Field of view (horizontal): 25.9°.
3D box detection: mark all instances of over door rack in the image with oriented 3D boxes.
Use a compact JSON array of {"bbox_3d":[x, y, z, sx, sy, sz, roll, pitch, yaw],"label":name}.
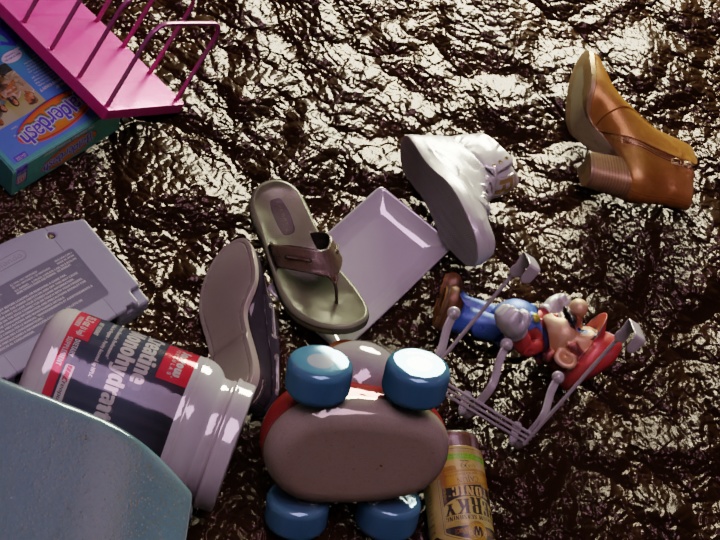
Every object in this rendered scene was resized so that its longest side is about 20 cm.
[{"bbox_3d":[0.160,0.075,1.533,0.147,0.200,0.067,31,35,-19],"label":"over door rack"}]

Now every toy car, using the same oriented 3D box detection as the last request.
[{"bbox_3d":[-0.018,0.128,1.509,0.176,0.185,0.200,2,29,-13],"label":"toy car"}]

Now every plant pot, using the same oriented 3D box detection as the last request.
[{"bbox_3d":[-0.255,0.239,1.331,0.199,0.197,0.197,16,53,-15],"label":"plant pot"}]

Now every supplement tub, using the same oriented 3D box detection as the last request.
[{"bbox_3d":[-0.209,0.130,1.442,0.199,0.141,0.141,20,53,-2],"label":"supplement tub"}]

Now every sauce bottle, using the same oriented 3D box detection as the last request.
[{"bbox_3d":[0.097,0.252,1.495,0.064,0.065,0.201,1,57,-15],"label":"sauce bottle"}]

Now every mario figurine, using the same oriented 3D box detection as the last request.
[{"bbox_3d":[0.180,0.045,1.633,0.199,0.106,0.124,19,51,-4],"label":"mario figurine"}]

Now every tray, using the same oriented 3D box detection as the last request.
[{"bbox_3d":[0.000,0.000,1.664,0.107,0.022,0.200,40,55,11],"label":"tray"}]

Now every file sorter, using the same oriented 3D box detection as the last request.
[{"bbox_3d":[-0.269,-0.277,1.678,0.200,0.126,0.139,44,25,16],"label":"file sorter"}]

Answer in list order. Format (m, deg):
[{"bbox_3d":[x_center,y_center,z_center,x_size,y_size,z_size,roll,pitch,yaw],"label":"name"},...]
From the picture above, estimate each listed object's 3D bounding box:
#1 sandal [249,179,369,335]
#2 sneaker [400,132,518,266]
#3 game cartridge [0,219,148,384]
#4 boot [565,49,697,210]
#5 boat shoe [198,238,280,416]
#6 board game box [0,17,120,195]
[{"bbox_3d":[-0.058,-0.017,1.609,0.079,0.057,0.202,-19,63,-26],"label":"sandal"},{"bbox_3d":[0.131,-0.087,1.713,0.115,0.074,0.201,-7,45,-21],"label":"sneaker"},{"bbox_3d":[-0.326,0.033,1.540,0.199,0.042,0.133,-31,65,-31],"label":"game cartridge"},{"bbox_3d":[0.322,-0.162,1.846,0.143,0.071,0.202,10,58,-17],"label":"boot"},{"bbox_3d":[-0.116,0.059,1.582,0.063,0.072,0.201,40,32,-43],"label":"boat shoe"},{"bbox_3d":[-0.376,-0.192,1.671,0.200,0.045,0.152,44,55,15],"label":"board game box"}]
